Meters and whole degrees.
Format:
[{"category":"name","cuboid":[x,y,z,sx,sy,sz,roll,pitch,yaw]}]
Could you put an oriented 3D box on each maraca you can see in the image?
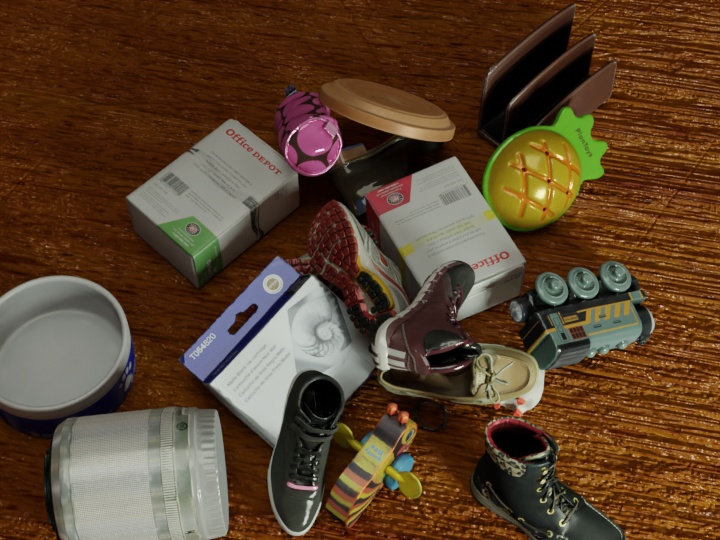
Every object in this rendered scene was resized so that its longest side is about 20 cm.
[{"category":"maraca","cuboid":[0.256,-0.140,1.726,0.199,0.138,0.107,-36,20,-11]}]

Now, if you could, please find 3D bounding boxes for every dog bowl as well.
[{"category":"dog bowl","cuboid":[-0.392,0.110,1.596,0.198,0.079,0.201,0,55,1]}]

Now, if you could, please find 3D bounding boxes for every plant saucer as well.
[{"category":"plant saucer","cuboid":[0.039,-0.230,1.748,0.199,0.033,0.200,15,18,-5]}]

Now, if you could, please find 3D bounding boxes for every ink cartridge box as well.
[{"category":"ink cartridge box","cuboid":[-0.094,0.106,1.572,0.200,0.041,0.200,40,72,7]},{"category":"ink cartridge box","cuboid":[-0.201,-0.096,1.728,0.146,0.085,0.200,40,65,24]},{"category":"ink cartridge box","cuboid":[0.112,-0.035,1.683,0.144,0.084,0.201,-22,58,-13]}]

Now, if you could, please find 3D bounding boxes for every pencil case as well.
[{"category":"pencil case","cuboid":[-0.072,-0.197,1.734,0.093,0.091,0.200,-33,22,5]}]

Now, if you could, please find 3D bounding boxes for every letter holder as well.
[{"category":"letter holder","cuboid":[0.275,-0.274,1.805,0.100,0.143,0.200,39,64,24]}]

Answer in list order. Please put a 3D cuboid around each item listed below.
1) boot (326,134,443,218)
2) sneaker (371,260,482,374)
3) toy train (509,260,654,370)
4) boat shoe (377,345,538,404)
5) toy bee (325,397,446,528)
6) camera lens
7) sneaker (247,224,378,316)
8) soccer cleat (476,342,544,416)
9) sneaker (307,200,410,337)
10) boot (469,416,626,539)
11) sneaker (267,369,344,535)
[{"category":"boot","cuboid":[0.047,-0.140,1.780,0.199,0.075,0.098,-18,82,-23]},{"category":"sneaker","cuboid":[0.111,0.068,1.499,0.115,0.076,0.200,16,45,34]},{"category":"toy train","cuboid":[0.288,0.059,1.605,0.199,0.085,0.115,-9,65,-27]},{"category":"boat shoe","cuboid":[0.119,0.131,1.519,0.198,0.063,0.074,-4,91,5]},{"category":"toy bee","cuboid":[0.024,0.209,1.506,0.130,0.109,0.201,13,57,12]},{"category":"camera lens","cuboid":[-0.261,0.245,1.454,0.198,0.160,0.161,-6,56,-3]},{"category":"sneaker","cuboid":[-0.061,0.012,1.667,0.199,0.082,0.078,-27,83,0]},{"category":"soccer cleat","cuboid":[0.140,0.119,1.593,0.199,0.070,0.078,22,54,7]},{"category":"sneaker","cuboid":[0.000,0.000,1.585,0.078,0.082,0.201,-39,66,28]},{"category":"boot","cuboid":[0.221,0.258,1.440,0.203,0.154,0.074,28,60,18]},{"category":"sneaker","cuboid":[-0.065,0.211,1.471,0.070,0.099,0.202,10,77,-10]}]
